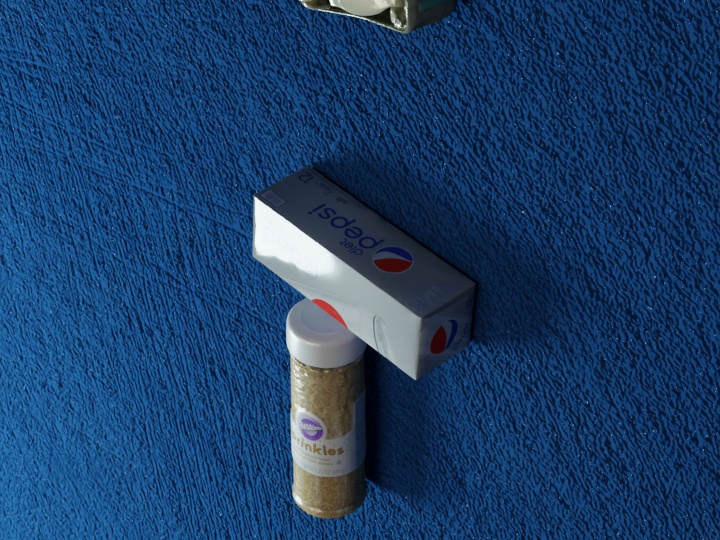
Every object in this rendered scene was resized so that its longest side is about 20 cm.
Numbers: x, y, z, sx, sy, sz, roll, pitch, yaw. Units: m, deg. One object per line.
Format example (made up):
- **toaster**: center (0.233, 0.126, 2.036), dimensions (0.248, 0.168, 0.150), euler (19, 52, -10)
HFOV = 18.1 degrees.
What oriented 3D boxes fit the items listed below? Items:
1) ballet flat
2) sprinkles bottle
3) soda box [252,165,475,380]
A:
- **ballet flat**: center (-0.012, -0.215, 1.658), dimensions (0.199, 0.063, 0.068), euler (18, 128, 46)
- **sprinkles bottle**: center (-0.027, 0.118, 1.926), dimensions (0.068, 0.068, 0.201), euler (32, 138, 35)
- **soda box**: center (0.000, 0.000, 1.804), dimensions (0.200, 0.063, 0.069), euler (36, 140, 32)
